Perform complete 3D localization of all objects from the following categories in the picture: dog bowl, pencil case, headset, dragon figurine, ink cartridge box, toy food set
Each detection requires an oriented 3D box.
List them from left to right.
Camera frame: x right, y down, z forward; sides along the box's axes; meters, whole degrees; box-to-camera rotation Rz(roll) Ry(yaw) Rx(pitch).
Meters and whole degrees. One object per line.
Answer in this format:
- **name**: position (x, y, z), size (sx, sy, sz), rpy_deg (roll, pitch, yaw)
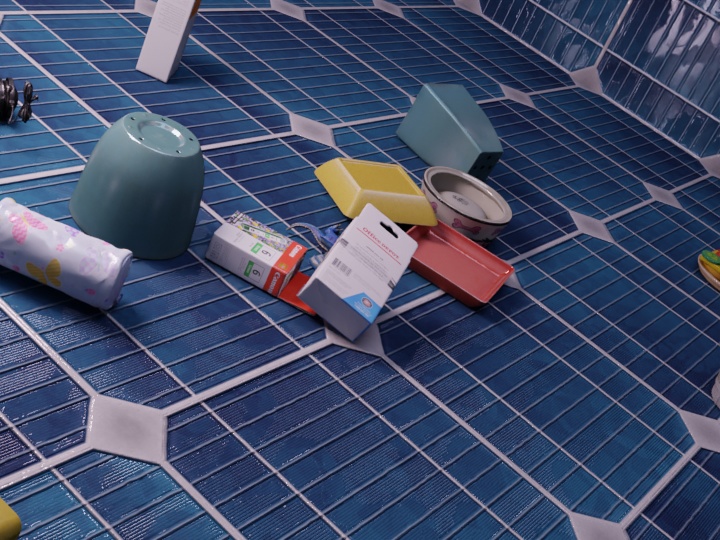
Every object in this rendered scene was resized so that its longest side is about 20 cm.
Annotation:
- **headset**: position (-0.599, -0.289, 1.824), size (0.198, 0.095, 0.123), rpy_deg (27, 26, 27)
- **pencil case**: position (-0.408, -0.024, 1.532), size (0.197, 0.084, 0.091), rpy_deg (23, 43, -6)
- **ink cartridge box**: position (-0.137, -0.013, 1.805), size (0.198, 0.051, 0.109), rpy_deg (28, 27, 4)
- **dragon figurine**: position (-0.047, -0.029, 1.901), size (0.198, 0.059, 0.099), rpy_deg (33, 28, 9)
- **ink cartridge box**: position (0.000, 0.000, 1.796), size (0.116, 0.068, 0.201), rpy_deg (39, 47, -5)
- **dog bowl**: position (0.201, -0.123, 2.264), size (0.197, 0.074, 0.201), rpy_deg (20, 29, -12)
- **toy food set**: position (0.880, 0.015, 2.650), size (0.200, 0.049, 0.197), rpy_deg (42, 31, 25)

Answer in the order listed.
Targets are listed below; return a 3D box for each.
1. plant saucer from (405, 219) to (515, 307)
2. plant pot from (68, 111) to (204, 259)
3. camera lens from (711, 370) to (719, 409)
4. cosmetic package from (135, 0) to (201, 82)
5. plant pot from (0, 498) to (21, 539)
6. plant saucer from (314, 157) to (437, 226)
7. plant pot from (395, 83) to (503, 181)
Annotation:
- **plant saucer**: position (0.169, -0.012, 2.088), size (0.198, 0.037, 0.199), rpy_deg (34, 28, 11)
- **plant pot**: position (-0.328, -0.142, 1.737), size (0.198, 0.162, 0.202), rpy_deg (21, 28, -12)
- **camera lens**: position (0.762, 0.185, 2.092), size (0.158, 0.202, 0.161), rpy_deg (20, 28, -11)
- **cosmetic package**: position (-0.373, -0.488, 2.245), size (0.070, 0.202, 0.102), rpy_deg (23, 28, -6)
- **plant pot**: position (-0.417, 0.246, 0.979), size (0.199, 0.202, 0.176), rpy_deg (37, 18, 20)
- **plant saucer**: position (0.034, -0.158, 2.163), size (0.197, 0.049, 0.201), rpy_deg (4, 29, -25)
- **plant pot**: position (0.210, -0.291, 2.499), size (0.140, 0.142, 0.201), rpy_deg (-8, 50, -47)
